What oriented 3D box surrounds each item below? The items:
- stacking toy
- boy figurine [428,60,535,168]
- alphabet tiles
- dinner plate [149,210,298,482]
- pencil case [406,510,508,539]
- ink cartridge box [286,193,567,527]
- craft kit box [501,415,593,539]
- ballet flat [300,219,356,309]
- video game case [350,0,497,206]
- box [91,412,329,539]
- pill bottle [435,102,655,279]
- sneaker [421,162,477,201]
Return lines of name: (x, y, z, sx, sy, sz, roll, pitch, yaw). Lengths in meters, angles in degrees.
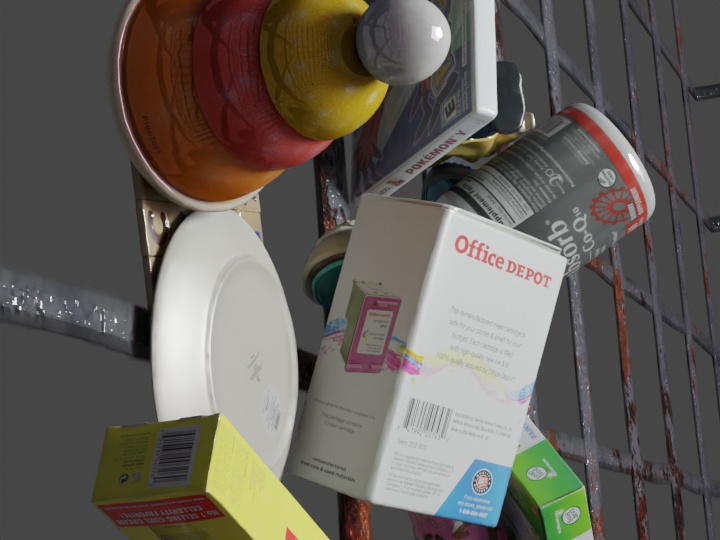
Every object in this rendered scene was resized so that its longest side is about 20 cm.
stacking toy: (-0.031, -0.112, 0.919, 0.146, 0.199, 0.147, 6, 82, -50)
boy figurine: (0.078, -0.122, 1.335, 0.200, 0.124, 0.065, 163, -71, -80)
alphabet tiles: (-0.099, -0.039, 1.024, 0.167, 0.008, 0.201, 2, 80, -69)
dinner plate: (-0.074, 0.059, 1.011, 0.200, 0.024, 0.201, -4, 90, -70)
pencil case: (0.063, 0.161, 1.267, 0.083, 0.086, 0.201, -41, 123, -44)
ink cartridge box: (0.049, 0.061, 1.123, 0.144, 0.084, 0.201, 20, 86, -47)
craft kit box: (0.131, 0.198, 1.321, 0.200, 0.048, 0.198, -127, -164, -54)
ballet flat: (0.000, 0.000, 1.207, 0.200, 0.069, 0.070, 39, 46, -63)
video game case: (0.044, -0.171, 1.247, 0.023, 0.182, 0.201, 12, 65, -27)
box: (-0.071, 0.154, 0.928, 0.200, 0.075, 0.050, 59, 30, -47)
pill bottle: (0.130, -0.037, 1.337, 0.116, 0.200, 0.116, 54, -7, 10)
sneaker: (0.095, 0.007, 1.416, 0.096, 0.079, 0.201, -48, 126, -62)
